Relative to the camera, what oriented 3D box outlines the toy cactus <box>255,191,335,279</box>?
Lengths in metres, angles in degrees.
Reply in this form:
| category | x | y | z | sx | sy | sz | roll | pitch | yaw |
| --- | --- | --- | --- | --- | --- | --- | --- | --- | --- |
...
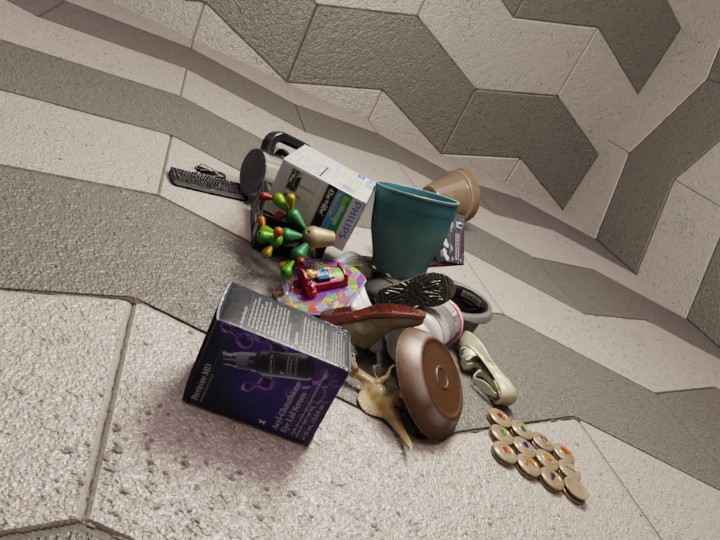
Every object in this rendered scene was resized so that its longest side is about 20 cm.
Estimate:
| category | x | y | z | sx | sy | sz | roll | pitch | yaw |
| --- | --- | --- | --- | --- | --- | --- | --- | --- | --- |
| toy cactus | -0.129 | -0.077 | 1.147 | 0.162 | 0.103 | 0.202 | 2 | 48 | -25 |

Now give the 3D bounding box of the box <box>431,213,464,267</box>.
| category | x | y | z | sx | sy | sz | roll | pitch | yaw |
| --- | --- | --- | --- | --- | --- | --- | --- | --- | --- |
| box | 0.161 | -0.074 | 1.475 | 0.113 | 0.135 | 0.198 | 6 | -7 | -41 |

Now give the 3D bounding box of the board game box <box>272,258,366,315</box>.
| category | x | y | z | sx | sy | sz | roll | pitch | yaw |
| --- | --- | --- | --- | --- | --- | --- | --- | --- | --- |
| board game box | -0.079 | 0.015 | 1.145 | 0.155 | 0.040 | 0.200 | 15 | 35 | 17 |

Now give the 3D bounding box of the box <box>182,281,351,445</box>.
| category | x | y | z | sx | sy | sz | roll | pitch | yaw |
| --- | --- | --- | --- | --- | --- | --- | --- | --- | --- |
| box | -0.130 | 0.133 | 0.812 | 0.197 | 0.150 | 0.105 | 22 | 24 | -12 |

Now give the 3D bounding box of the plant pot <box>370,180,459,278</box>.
| category | x | y | z | sx | sy | sz | roll | pitch | yaw |
| --- | --- | --- | --- | --- | --- | --- | --- | --- | --- |
| plant pot | 0.108 | -0.088 | 1.312 | 0.196 | 0.192 | 0.200 | 13 | 13 | -3 |

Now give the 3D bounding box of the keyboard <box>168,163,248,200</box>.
| category | x | y | z | sx | sy | sz | roll | pitch | yaw |
| --- | --- | --- | --- | --- | --- | --- | --- | --- | --- |
| keyboard | -0.373 | -0.229 | 1.403 | 0.198 | 0.040 | 0.104 | 10 | 31 | -40 |

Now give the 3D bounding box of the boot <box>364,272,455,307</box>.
| category | x | y | z | sx | sy | sz | roll | pitch | yaw |
| --- | --- | --- | --- | --- | --- | --- | --- | --- | --- |
| boot | 0.093 | 0.043 | 1.205 | 0.178 | 0.074 | 0.200 | -5 | -2 | -5 |

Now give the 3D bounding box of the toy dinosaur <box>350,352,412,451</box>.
| category | x | y | z | sx | sy | sz | roll | pitch | yaw |
| --- | --- | --- | --- | --- | --- | --- | --- | --- | --- |
| toy dinosaur | 0.046 | 0.224 | 0.972 | 0.100 | 0.059 | 0.201 | -16 | 53 | -37 |

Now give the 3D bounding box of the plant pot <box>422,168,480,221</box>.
| category | x | y | z | sx | sy | sz | roll | pitch | yaw |
| --- | --- | --- | --- | --- | --- | --- | --- | --- | --- |
| plant pot | 0.321 | -0.274 | 2.129 | 0.172 | 0.203 | 0.201 | -11 | 42 | -32 |

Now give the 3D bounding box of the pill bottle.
| category | x | y | z | sx | sy | sz | roll | pitch | yaw |
| --- | --- | --- | --- | --- | --- | --- | --- | --- | --- |
| pill bottle | 0.131 | 0.126 | 1.168 | 0.110 | 0.112 | 0.199 | 37 | 24 | 19 |

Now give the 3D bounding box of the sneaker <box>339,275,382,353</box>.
| category | x | y | z | sx | sy | sz | roll | pitch | yaw |
| --- | --- | --- | --- | --- | --- | --- | --- | --- | --- |
| sneaker | -0.015 | 0.094 | 1.148 | 0.083 | 0.074 | 0.201 | -10 | 41 | -15 |

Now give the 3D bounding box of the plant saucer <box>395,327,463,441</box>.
| category | x | y | z | sx | sy | sz | roll | pitch | yaw |
| --- | --- | --- | --- | --- | --- | --- | --- | --- | --- |
| plant saucer | 0.130 | 0.192 | 0.998 | 0.200 | 0.036 | 0.203 | 39 | 39 | -40 |

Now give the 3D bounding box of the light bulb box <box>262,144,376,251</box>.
| category | x | y | z | sx | sy | sz | roll | pitch | yaw |
| --- | --- | --- | --- | --- | --- | --- | --- | --- | --- |
| light bulb box | -0.084 | -0.169 | 1.280 | 0.198 | 0.126 | 0.199 | 28 | 23 | -2 |

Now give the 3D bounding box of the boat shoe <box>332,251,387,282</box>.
| category | x | y | z | sx | sy | sz | roll | pitch | yaw |
| --- | --- | --- | --- | --- | --- | --- | --- | --- | --- |
| boat shoe | 0.000 | 0.000 | 1.326 | 0.062 | 0.073 | 0.199 | 38 | 22 | 27 |

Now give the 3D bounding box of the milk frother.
| category | x | y | z | sx | sy | sz | roll | pitch | yaw |
| --- | --- | --- | --- | --- | --- | --- | --- | --- | --- |
| milk frother | -0.235 | -0.262 | 1.517 | 0.198 | 0.184 | 0.186 | -5 | -12 | 43 |

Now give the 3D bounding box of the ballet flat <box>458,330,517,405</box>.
| category | x | y | z | sx | sy | sz | roll | pitch | yaw |
| --- | --- | --- | --- | --- | --- | --- | --- | --- | --- |
| ballet flat | 0.255 | 0.207 | 1.217 | 0.069 | 0.070 | 0.201 | 8 | 32 | -40 |

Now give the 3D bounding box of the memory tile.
| category | x | y | z | sx | sy | sz | roll | pitch | yaw |
| --- | --- | --- | --- | --- | --- | --- | --- | --- | --- |
| memory tile | 0.330 | 0.345 | 1.075 | 0.198 | 0.017 | 0.154 | 29 | 23 | -3 |

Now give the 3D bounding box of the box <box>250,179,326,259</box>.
| category | x | y | z | sx | sy | sz | roll | pitch | yaw |
| --- | --- | --- | --- | --- | --- | --- | --- | --- | --- |
| box | -0.168 | -0.111 | 1.337 | 0.161 | 0.087 | 0.201 | 19 | 25 | -22 |

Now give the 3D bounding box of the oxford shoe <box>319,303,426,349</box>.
| category | x | y | z | sx | sy | sz | roll | pitch | yaw |
| --- | --- | --- | --- | --- | --- | --- | --- | --- | --- |
| oxford shoe | 0.025 | 0.105 | 1.059 | 0.196 | 0.076 | 0.070 | -3 | 8 | 2 |

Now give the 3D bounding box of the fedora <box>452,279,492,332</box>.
| category | x | y | z | sx | sy | sz | roll | pitch | yaw |
| --- | --- | --- | --- | --- | --- | --- | --- | --- | --- |
| fedora | 0.212 | 0.094 | 1.350 | 0.197 | 0.092 | 0.178 | 9 | 28 | -25 |
